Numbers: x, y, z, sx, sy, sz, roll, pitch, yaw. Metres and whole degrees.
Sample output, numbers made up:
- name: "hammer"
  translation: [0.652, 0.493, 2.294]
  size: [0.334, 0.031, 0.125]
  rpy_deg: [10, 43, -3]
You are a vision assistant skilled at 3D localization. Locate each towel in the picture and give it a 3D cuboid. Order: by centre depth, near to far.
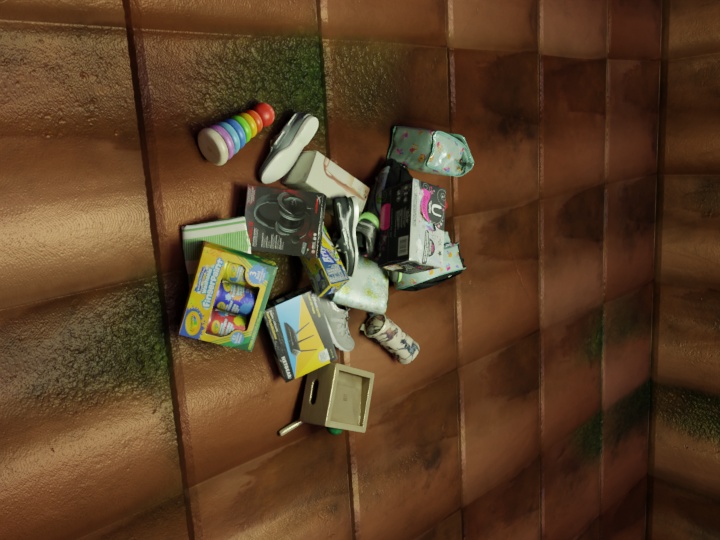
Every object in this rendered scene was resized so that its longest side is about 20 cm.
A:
- name: "towel"
  translation: [-0.313, -0.012, 1.451]
  size: [0.150, 0.023, 0.203]
  rpy_deg: [-10, 106, -11]
- name: "towel"
  translation: [0.000, 0.000, 1.680]
  size: [0.169, 0.048, 0.203]
  rpy_deg: [14, 71, -29]

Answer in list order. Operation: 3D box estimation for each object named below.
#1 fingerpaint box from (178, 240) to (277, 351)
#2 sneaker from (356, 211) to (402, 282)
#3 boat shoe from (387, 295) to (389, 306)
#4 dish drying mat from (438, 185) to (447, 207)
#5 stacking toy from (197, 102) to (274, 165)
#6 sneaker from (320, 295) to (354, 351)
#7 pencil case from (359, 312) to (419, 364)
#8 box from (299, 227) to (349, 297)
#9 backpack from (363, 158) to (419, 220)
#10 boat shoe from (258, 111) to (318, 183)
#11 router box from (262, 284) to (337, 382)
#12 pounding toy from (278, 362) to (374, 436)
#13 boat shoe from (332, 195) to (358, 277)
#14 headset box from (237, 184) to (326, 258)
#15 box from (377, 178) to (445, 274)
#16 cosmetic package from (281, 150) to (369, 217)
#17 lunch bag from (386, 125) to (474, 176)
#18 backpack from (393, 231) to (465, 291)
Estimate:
- name: "fingerpaint box"
  translation: [-0.291, 0.058, 1.420]
  size: [0.165, 0.073, 0.202]
  rpy_deg: [17, 98, -18]
- name: "sneaker"
  translation: [0.042, -0.052, 1.663]
  size: [0.083, 0.077, 0.201]
  rpy_deg: [-33, 105, -5]
- name: "boat shoe"
  translation: [0.019, 0.041, 1.793]
  size: [0.074, 0.063, 0.201]
  rpy_deg: [-59, 136, -28]
- name: "dish drying mat"
  translation: [0.186, -0.178, 1.934]
  size: [0.199, 0.018, 0.078]
  rpy_deg: [-35, 118, -33]
- name: "stacking toy"
  translation: [-0.266, -0.316, 1.456]
  size: [0.200, 0.085, 0.086]
  rpy_deg: [-42, 122, -36]
- name: "sneaker"
  translation: [-0.057, 0.130, 1.694]
  size: [0.081, 0.075, 0.201]
  rpy_deg: [-26, 120, 6]
- name: "pencil case"
  translation: [0.089, 0.196, 1.853]
  size: [0.200, 0.089, 0.079]
  rpy_deg: [42, 63, -40]
- name: "box"
  translation: [-0.106, -0.043, 1.582]
  size: [0.064, 0.070, 0.202]
  rpy_deg: [-11, 69, -41]
- name: "backpack"
  translation: [0.089, -0.176, 1.746]
  size: [0.163, 0.153, 0.201]
  rpy_deg: [42, 27, -24]
- name: "boat shoe"
  translation: [-0.182, -0.296, 1.551]
  size: [0.201, 0.062, 0.073]
  rpy_deg: [-52, 156, -6]
- name: "router box"
  translation: [-0.155, 0.156, 1.613]
  size: [0.148, 0.051, 0.202]
  rpy_deg: [-23, 111, -18]
- name: "pounding toy"
  translation: [-0.087, 0.349, 1.697]
  size: [0.183, 0.141, 0.203]
  rpy_deg: [23, 72, -45]
- name: "boat shoe"
  translation: [-0.042, -0.082, 1.590]
  size: [0.059, 0.076, 0.203]
  rpy_deg: [-4, 98, -19]
- name: "headset box"
  translation: [-0.185, -0.113, 1.499]
  size: [0.197, 0.077, 0.151]
  rpy_deg: [7, 91, 2]
- name: "box"
  translation: [0.128, -0.104, 1.595]
  size: [0.114, 0.131, 0.203]
  rpy_deg: [11, 77, -34]
- name: "cosmetic package"
  translation: [-0.084, -0.212, 1.622]
  size: [0.199, 0.103, 0.088]
  rpy_deg: [29, 75, -43]
- name: "lunch bag"
  translation: [0.204, -0.332, 1.824]
  size: [0.198, 0.169, 0.124]
  rpy_deg: [6, 100, -43]
- name: "backpack"
  translation: [0.176, -0.021, 1.845]
  size: [0.199, 0.175, 0.155]
  rpy_deg: [-25, 96, -38]
